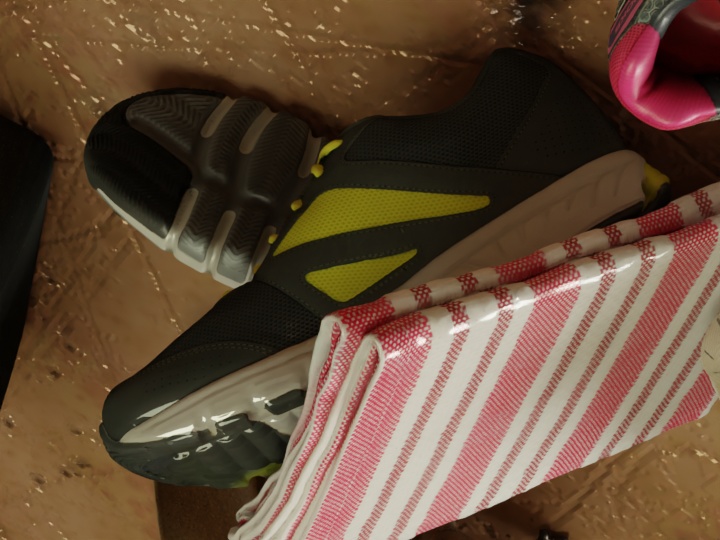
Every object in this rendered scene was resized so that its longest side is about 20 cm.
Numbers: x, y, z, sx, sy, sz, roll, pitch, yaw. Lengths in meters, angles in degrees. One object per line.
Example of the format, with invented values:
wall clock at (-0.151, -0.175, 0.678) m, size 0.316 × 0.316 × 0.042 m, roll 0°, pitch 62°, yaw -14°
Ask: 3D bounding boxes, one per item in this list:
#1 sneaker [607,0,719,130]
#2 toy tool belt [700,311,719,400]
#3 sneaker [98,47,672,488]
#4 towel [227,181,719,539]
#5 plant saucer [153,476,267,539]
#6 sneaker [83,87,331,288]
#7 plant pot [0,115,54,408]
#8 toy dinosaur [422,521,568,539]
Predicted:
sneaker at (0.155, -0.087, 0.662) m, size 0.200 × 0.075 × 0.081 m, roll -22°, pitch 118°, yaw 45°
toy tool belt at (0.196, 0.089, 0.777) m, size 0.125 × 0.123 × 0.200 m, roll -27°, pitch 125°, yaw 5°
sneaker at (0.000, 0.000, 0.794) m, size 0.085 × 0.200 × 0.074 m, roll 60°, pitch 174°, yaw 23°
towel at (0.059, 0.028, 0.781) m, size 0.030 × 0.200 × 0.146 m, roll 58°, pitch 149°, yaw 24°
plant saucer at (-0.042, 0.143, 0.978) m, size 0.035 × 0.200 × 0.200 m, roll -12°, pitch 131°, yaw 3°
sneaker at (-0.010, 0.013, 0.885) m, size 0.200 × 0.075 × 0.116 m, roll 21°, pitch 143°, yaw 11°
plant pot at (-0.225, 0.018, 0.949) m, size 0.199 × 0.177 × 0.200 m, roll 27°, pitch 141°, yaw 6°
toy dinosaur at (0.021, 0.153, 0.964) m, size 0.086 × 0.136 × 0.200 m, roll 28°, pitch 142°, yaw 5°
